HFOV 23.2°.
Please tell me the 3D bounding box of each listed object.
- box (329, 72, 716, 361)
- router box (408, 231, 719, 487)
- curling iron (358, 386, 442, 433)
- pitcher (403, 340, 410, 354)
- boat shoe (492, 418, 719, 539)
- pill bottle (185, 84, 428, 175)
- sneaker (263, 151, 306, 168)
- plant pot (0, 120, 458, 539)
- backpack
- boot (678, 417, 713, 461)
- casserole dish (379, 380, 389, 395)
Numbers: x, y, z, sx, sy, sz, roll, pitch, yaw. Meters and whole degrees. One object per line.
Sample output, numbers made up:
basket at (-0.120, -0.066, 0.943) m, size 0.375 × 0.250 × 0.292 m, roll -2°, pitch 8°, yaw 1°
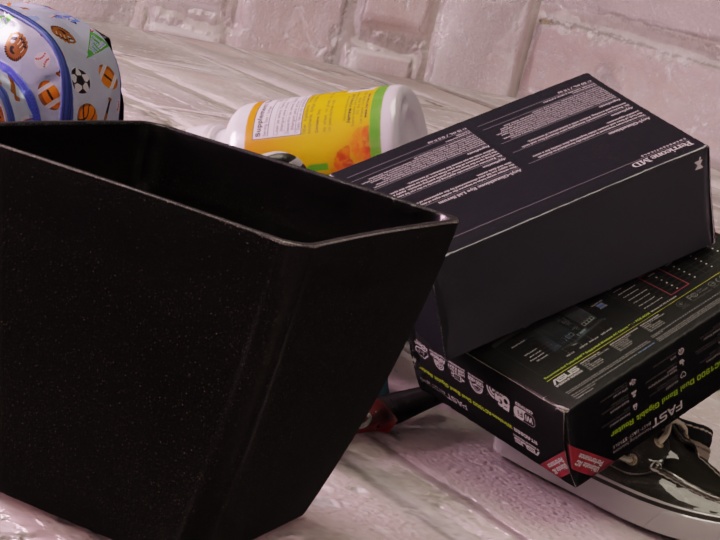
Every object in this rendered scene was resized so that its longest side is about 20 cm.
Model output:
box at (0.103, -0.039, 1.118) m, size 0.200 × 0.079 × 0.141 m, roll -22°, pitch 31°, yaw -17°
router box at (0.152, 0.037, 1.116) m, size 0.200 × 0.062 × 0.150 m, roll -29°, pitch 37°, yaw -26°
curling iron at (0.016, 0.091, 1.122) m, size 0.050 × 0.026 × 0.200 m, roll -22°, pitch -9°, yaw 24°
pitcher at (0.000, 0.000, 1.280) m, size 0.171 × 0.121 × 0.200 m, roll 20°, pitch 3°, yaw -28°
boat shoe at (0.172, 0.116, 1.103) m, size 0.200 × 0.064 × 0.071 m, roll 21°, pitch 13°, yaw 33°
pill bottle at (-0.049, -0.092, 1.492) m, size 0.200 × 0.111 × 0.111 m, roll -5°, pitch 5°, yaw 18°
sneaker at (-0.138, -0.032, 1.319) m, size 0.200 × 0.076 × 0.116 m, roll -22°, pitch 14°, yaw -13°
plant pot at (-0.092, 0.035, 0.890) m, size 0.199 × 0.178 × 0.200 m, roll 18°, pitch 11°, yaw 21°
backpack at (-0.274, -0.110, 1.334) m, size 0.200 × 0.191 × 0.154 m, roll 17°, pitch 8°, yaw 21°
boot at (0.179, 0.040, 1.235) m, size 0.203 × 0.154 × 0.073 m, roll 21°, pitch -6°, yaw 41°
casserole dish at (-0.058, 0.058, 1.178) m, size 0.121 × 0.039 × 0.200 m, roll 21°, pitch 12°, yaw 29°
